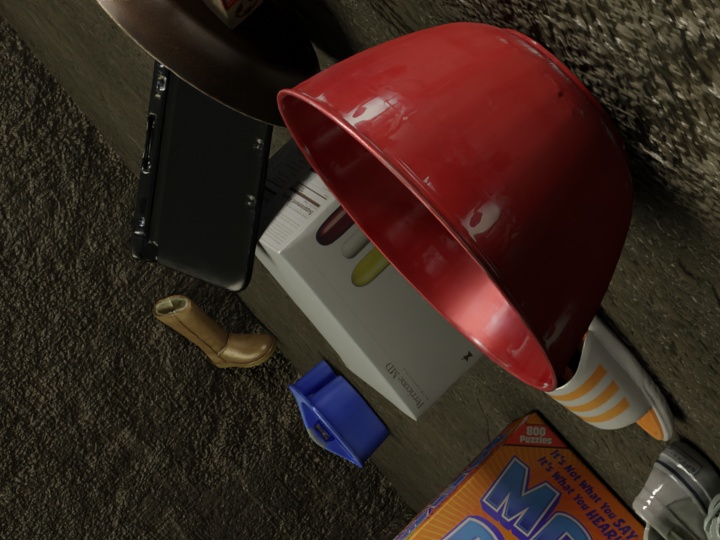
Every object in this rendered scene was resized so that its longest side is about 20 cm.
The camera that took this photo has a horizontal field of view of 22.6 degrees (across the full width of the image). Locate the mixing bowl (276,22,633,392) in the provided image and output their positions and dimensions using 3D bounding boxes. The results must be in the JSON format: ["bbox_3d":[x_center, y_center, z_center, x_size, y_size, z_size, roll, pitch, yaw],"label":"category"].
[{"bbox_3d":[0.063,-0.049,0.899,0.200,0.108,0.200,46,173,7],"label":"mixing bowl"}]

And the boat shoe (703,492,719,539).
[{"bbox_3d":[0.249,0.174,1.151,0.071,0.070,0.201,41,174,16],"label":"boat shoe"}]

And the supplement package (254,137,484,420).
[{"bbox_3d":[0.000,0.000,1.507,0.200,0.111,0.156,50,172,-26],"label":"supplement package"}]

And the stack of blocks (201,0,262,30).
[{"bbox_3d":[-0.134,-0.256,1.131,0.200,0.059,0.115,45,173,16],"label":"stack of blocks"}]

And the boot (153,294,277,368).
[{"bbox_3d":[-0.286,0.118,3.569,0.174,0.067,0.200,-15,137,32],"label":"boot"}]

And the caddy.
[{"bbox_3d":[-0.043,0.252,3.071,0.200,0.105,0.141,52,172,-35],"label":"caddy"}]

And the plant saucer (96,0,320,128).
[{"bbox_3d":[-0.100,-0.172,1.210,0.199,0.032,0.201,34,-159,-15],"label":"plant saucer"}]

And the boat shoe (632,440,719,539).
[{"bbox_3d":[0.236,0.192,1.328,0.073,0.067,0.200,41,170,39],"label":"boat shoe"}]

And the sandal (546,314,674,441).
[{"bbox_3d":[0.131,0.048,1.205,0.207,0.059,0.079,50,172,-22],"label":"sandal"}]

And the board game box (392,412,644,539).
[{"bbox_3d":[0.155,0.284,1.752,0.200,0.200,0.200,46,173,4],"label":"board game box"}]

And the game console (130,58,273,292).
[{"bbox_3d":[-0.120,-0.102,1.504,0.115,0.202,0.176,11,-168,5],"label":"game console"}]
